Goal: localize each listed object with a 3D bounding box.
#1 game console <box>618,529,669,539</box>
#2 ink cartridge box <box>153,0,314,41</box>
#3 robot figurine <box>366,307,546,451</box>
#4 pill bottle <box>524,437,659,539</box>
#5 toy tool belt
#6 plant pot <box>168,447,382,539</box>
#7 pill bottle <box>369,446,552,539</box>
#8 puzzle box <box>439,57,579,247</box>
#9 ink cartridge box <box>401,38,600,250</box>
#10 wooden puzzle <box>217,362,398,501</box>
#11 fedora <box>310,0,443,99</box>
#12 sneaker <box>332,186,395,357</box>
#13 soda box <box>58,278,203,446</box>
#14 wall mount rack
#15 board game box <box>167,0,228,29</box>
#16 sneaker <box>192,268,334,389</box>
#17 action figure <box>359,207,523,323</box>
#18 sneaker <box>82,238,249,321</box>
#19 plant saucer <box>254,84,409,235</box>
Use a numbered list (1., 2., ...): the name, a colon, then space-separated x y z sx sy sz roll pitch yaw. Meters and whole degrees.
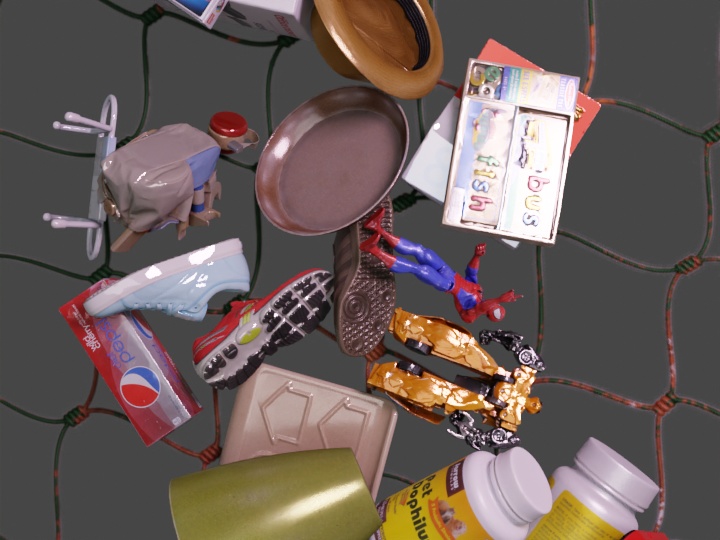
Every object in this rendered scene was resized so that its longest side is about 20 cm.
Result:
1. game console: 0.269 0.375 1.034 0.031 0.177 0.200 38 96 29
2. ink cartridge box: -0.149 -0.336 1.056 0.199 0.145 0.084 14 93 5
3. robot figurine: 0.117 0.125 1.081 0.199 0.058 0.145 22 77 5
4. pill bottle: 0.243 0.299 1.056 0.114 0.114 0.200 36 95 3
5. toy tool belt: -0.216 -0.103 1.086 0.125 0.200 0.123 33 132 20
6. plant pot: -0.084 0.280 1.026 0.199 0.187 0.188 -23 90 -5
7. pill bottle: 0.113 0.277 1.042 0.200 0.109 0.109 -34 88 26
8. puzzle box: 0.171 -0.134 1.053 0.132 0.025 0.201 10 82 -1
9. ink cartridge box: 0.166 -0.149 1.081 0.160 0.047 0.200 32 96 3
10. wooden puzzle: -0.068 0.221 1.120 0.199 0.046 0.186 15 93 9
11. fedora: 0.006 -0.276 1.060 0.082 0.200 0.201 -24 90 46
12. sneaker: 0.000 0.000 1.094 0.070 0.075 0.201 8 91 -23
13. soda box: -0.278 0.109 1.125 0.070 0.063 0.200 -33 88 5
14. wall mount rack: -0.326 -0.111 1.070 0.074 0.174 0.201 6 93 -26
15. board game box: -0.209 -0.364 0.969 0.200 0.035 0.126 35 95 3
16. sneaker: -0.120 0.054 1.105 0.200 0.085 0.077 -35 131 -9
17. action figure: 0.106 -0.006 1.043 0.200 0.065 0.099 36 133 -23
18. sneaker: -0.220 0.029 1.084 0.199 0.074 0.082 -21 92 -19
19. plant saucer: -0.030 -0.123 1.067 0.199 0.032 0.201 -14 57 23
